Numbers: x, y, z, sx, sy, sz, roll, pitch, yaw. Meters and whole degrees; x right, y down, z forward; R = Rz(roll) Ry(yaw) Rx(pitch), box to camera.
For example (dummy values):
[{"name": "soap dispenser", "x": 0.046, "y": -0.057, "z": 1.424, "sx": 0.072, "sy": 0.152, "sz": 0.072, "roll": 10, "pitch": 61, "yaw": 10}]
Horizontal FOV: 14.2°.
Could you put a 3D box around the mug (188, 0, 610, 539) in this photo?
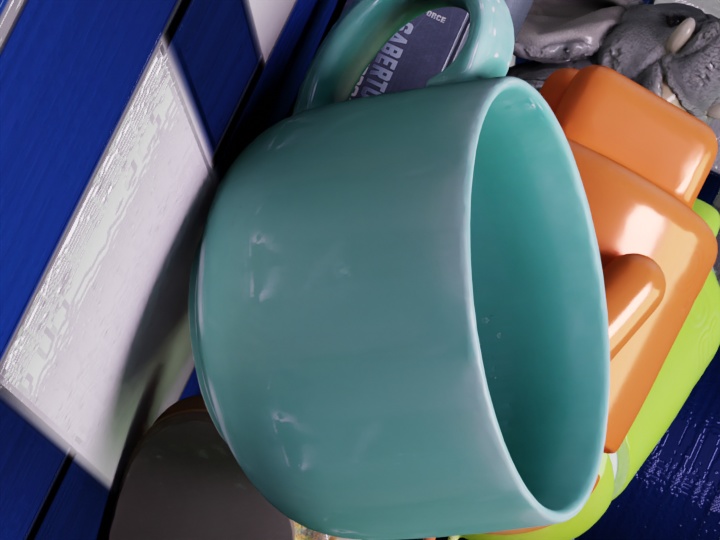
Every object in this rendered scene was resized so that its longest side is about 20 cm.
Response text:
[{"name": "mug", "x": 0.012, "y": 0.005, "z": 1.008, "sx": 0.185, "sy": 0.114, "sz": 0.152, "roll": -76, "pitch": 150, "yaw": -45}]

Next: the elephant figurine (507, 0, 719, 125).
[{"name": "elephant figurine", "x": 0.126, "y": -0.083, "z": 1.442, "sx": 0.200, "sy": 0.155, "sz": 0.142, "roll": -35, "pitch": 147, "yaw": -13}]

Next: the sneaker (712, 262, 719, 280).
[{"name": "sneaker", "x": 0.092, "y": 0.037, "z": 1.508, "sx": 0.079, "sy": 0.199, "sz": 0.096, "roll": 90, "pitch": -10, "yaw": -83}]

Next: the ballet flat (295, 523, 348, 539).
[{"name": "ballet flat", "x": -0.003, "y": 0.126, "z": 1.229, "sx": 0.071, "sy": 0.070, "sz": 0.201, "roll": -36, "pitch": 115, "yaw": -78}]

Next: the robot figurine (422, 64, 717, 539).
[{"name": "robot figurine", "x": 0.066, "y": 0.018, "z": 1.147, "sx": 0.117, "sy": 0.144, "sz": 0.200, "roll": 32, "pitch": 85, "yaw": -51}]

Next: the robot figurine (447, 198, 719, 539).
[{"name": "robot figurine", "x": 0.088, "y": 0.042, "z": 1.302, "sx": 0.200, "sy": 0.115, "sz": 0.176, "roll": -52, "pitch": 155, "yaw": -33}]

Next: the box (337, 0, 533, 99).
[{"name": "box", "x": 0.013, "y": -0.060, "z": 1.166, "sx": 0.200, "sy": 0.051, "sz": 0.158, "roll": -21, "pitch": 135, "yaw": -82}]

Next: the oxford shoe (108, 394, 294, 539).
[{"name": "oxford shoe", "x": -0.057, "y": 0.101, "z": 1.125, "sx": 0.200, "sy": 0.071, "sz": 0.071, "roll": 89, "pitch": 6, "yaw": -53}]

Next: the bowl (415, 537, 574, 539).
[{"name": "bowl", "x": 0.008, "y": 0.155, "z": 1.446, "sx": 0.039, "sy": 0.200, "sz": 0.201, "roll": 63, "pitch": 38, "yaw": -29}]
